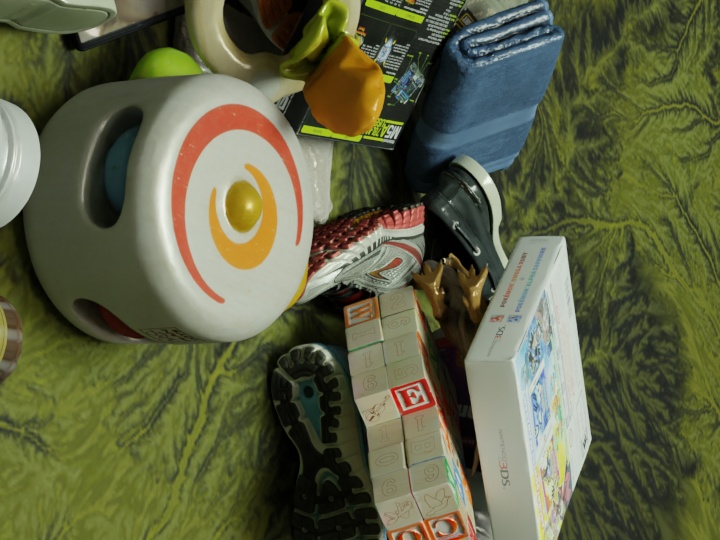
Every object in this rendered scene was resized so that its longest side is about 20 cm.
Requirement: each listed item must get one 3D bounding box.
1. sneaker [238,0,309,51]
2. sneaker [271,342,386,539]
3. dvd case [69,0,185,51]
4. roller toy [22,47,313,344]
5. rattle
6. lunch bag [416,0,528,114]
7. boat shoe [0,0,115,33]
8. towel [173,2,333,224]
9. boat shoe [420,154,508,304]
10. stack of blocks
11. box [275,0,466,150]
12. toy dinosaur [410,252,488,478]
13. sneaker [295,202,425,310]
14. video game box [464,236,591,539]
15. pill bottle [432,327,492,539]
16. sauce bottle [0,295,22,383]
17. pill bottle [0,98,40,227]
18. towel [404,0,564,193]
[{"bbox_3d":[-0.085,-0.239,1.648,0.076,0.092,0.200,-46,131,-3],"label":"sneaker"},{"bbox_3d":[-0.006,0.151,1.726,0.090,0.078,0.201,-16,99,-60],"label":"sneaker"},{"bbox_3d":[-0.130,-0.253,1.542,0.199,0.018,0.143,-23,108,-18],"label":"dvd case"},{"bbox_3d":[-0.124,-0.038,1.502,0.182,0.139,0.201,-39,119,-46],"label":"roller toy"},{"bbox_3d":[-0.071,-0.194,1.494,0.143,0.130,0.201,-87,158,-58],"label":"rattle"},{"bbox_3d":[0.065,-0.247,1.862,0.164,0.117,0.201,41,60,-52],"label":"lunch bag"},{"bbox_3d":[-0.235,-0.202,1.417,0.199,0.074,0.066,3,71,-52],"label":"boat shoe"},{"bbox_3d":[-0.079,-0.120,1.691,0.200,0.034,0.133,23,66,-54],"label":"towel"},{"bbox_3d":[0.087,-0.011,1.891,0.066,0.074,0.200,-38,149,-20],"label":"boat shoe"},{"bbox_3d":[0.038,0.121,1.673,0.200,0.058,0.115,-96,167,-52],"label":"stack of blocks"},{"bbox_3d":[0.016,-0.190,1.678,0.194,0.047,0.200,-61,161,11],"label":"box"},{"bbox_3d":[0.085,0.048,1.723,0.201,0.060,0.106,-98,169,-46],"label":"toy dinosaur"},{"bbox_3d":[0.000,0.000,1.755,0.200,0.078,0.083,-20,104,-56],"label":"sneaker"},{"bbox_3d":[0.135,0.104,1.730,0.182,0.047,0.201,-64,149,-55],"label":"video game box"},{"bbox_3d":[0.088,0.155,1.836,0.111,0.111,0.201,45,50,-45],"label":"pill bottle"},{"bbox_3d":[-0.287,0.032,1.318,0.200,0.064,0.065,13,74,-56],"label":"sauce bottle"},{"bbox_3d":[-0.286,-0.082,1.293,0.200,0.113,0.114,19,69,-55],"label":"pill bottle"},{"bbox_3d":[0.098,-0.142,1.834,0.111,0.200,0.049,-20,66,-21],"label":"towel"}]
